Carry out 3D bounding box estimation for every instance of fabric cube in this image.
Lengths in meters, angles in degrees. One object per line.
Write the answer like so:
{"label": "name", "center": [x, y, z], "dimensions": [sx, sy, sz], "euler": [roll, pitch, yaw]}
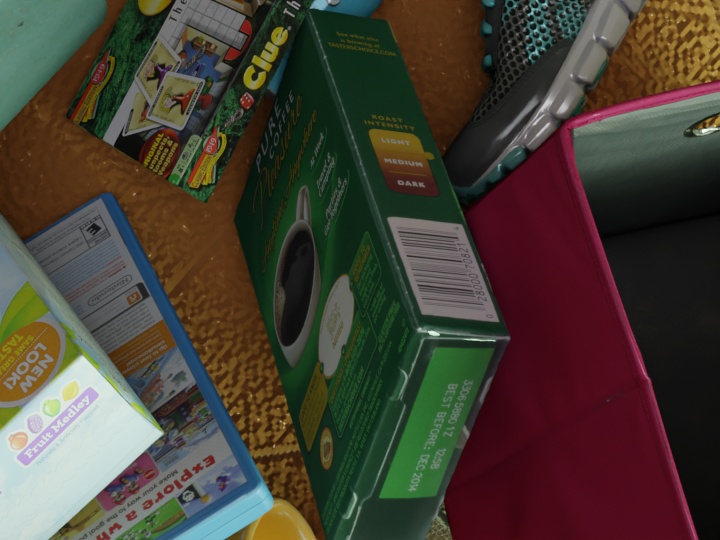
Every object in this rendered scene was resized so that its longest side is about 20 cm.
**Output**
{"label": "fabric cube", "center": [0.148, 0.048, 0.872], "dimensions": [0.195, 0.199, 0.202], "euler": [-12, 77, -23]}

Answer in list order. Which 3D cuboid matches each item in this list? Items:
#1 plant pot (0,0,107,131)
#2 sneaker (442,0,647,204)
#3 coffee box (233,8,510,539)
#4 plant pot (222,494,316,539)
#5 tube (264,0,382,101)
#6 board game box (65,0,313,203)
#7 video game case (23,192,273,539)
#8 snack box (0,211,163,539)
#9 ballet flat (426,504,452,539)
{"label": "plant pot", "center": [-0.216, -0.092, 0.847], "dimensions": [0.196, 0.200, 0.200], "euler": [-43, 96, -13]}
{"label": "sneaker", "center": [0.079, -0.125, 0.973], "dimensions": [0.091, 0.078, 0.201], "euler": [31, 83, 3]}
{"label": "coffee box", "center": [0.000, 0.000, 0.890], "dimensions": [0.044, 0.201, 0.124], "euler": [3, 130, -21]}
{"label": "plant pot", "center": [-0.107, 0.208, 0.925], "dimensions": [0.182, 0.200, 0.202], "euler": [-10, 95, 12]}
{"label": "tube", "center": [0.009, -0.165, 0.970], "dimensions": [0.077, 0.050, 0.201], "euler": [37, 90, 17]}
{"label": "board game box", "center": [-0.051, -0.136, 0.944], "dimensions": [0.023, 0.105, 0.201], "euler": [27, 91, -38]}
{"label": "video game case", "center": [-0.133, 0.065, 0.916], "dimensions": [0.142, 0.200, 0.018], "euler": [-31, 135, -2]}
{"label": "snack box", "center": [-0.197, 0.052, 0.896], "dimensions": [0.169, 0.200, 0.068], "euler": [-43, 136, -2]}
{"label": "ballet flat", "center": [0.039, 0.203, 0.983], "dimensions": [0.067, 0.075, 0.202], "euler": [-7, 94, -3]}
